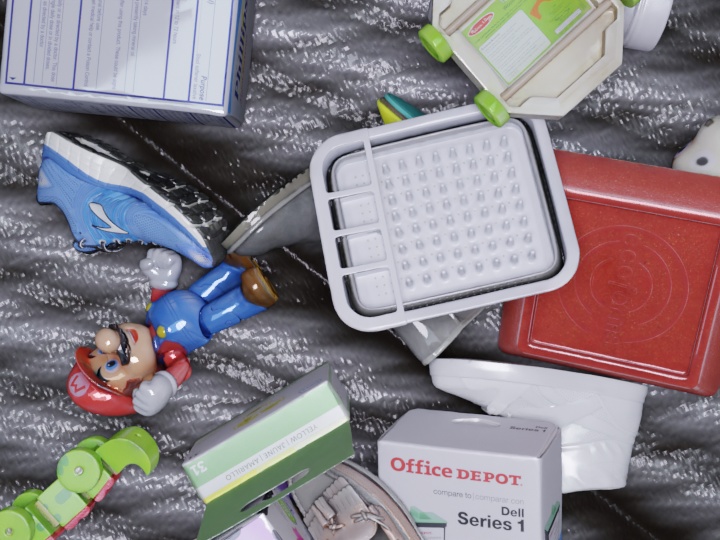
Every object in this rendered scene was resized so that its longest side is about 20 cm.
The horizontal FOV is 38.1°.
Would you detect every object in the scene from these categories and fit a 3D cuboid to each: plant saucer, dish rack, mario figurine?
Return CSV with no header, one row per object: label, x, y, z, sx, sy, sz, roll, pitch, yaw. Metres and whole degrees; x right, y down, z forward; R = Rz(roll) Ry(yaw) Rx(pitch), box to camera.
plant saucer,0.224,0.009,0.889,0.198,0.037,0.201,11,115,13
dish rack,0.067,-0.043,0.854,0.198,0.044,0.173,-13,71,5
mario figurine,-0.175,0.048,0.908,0.200,0.123,0.106,-38,104,-4

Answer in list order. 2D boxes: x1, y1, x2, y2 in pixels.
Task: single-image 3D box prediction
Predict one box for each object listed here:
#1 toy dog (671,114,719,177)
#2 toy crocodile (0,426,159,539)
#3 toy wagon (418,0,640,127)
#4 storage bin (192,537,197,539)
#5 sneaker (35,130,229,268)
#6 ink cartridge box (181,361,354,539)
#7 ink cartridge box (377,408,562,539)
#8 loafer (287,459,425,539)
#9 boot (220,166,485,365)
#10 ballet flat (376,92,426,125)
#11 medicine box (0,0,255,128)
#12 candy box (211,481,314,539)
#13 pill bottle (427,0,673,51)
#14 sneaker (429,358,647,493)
toy dog,0.371,-0.081,0.912,0.198,0.140,0.195,5,128,-2
toy crocodile,-0.268,0.209,0.934,0.200,0.068,0.062,-40,92,0
toy wagon,0.119,-0.219,0.829,0.155,0.040,0.200,-41,89,0
storage bin,-0.131,0.349,0.877,0.093,0.198,0.201,-27,91,18
sneaker,-0.204,-0.048,0.924,0.199,0.078,0.090,28,103,18
ink cartridge box,-0.077,0.145,0.867,0.145,0.200,0.048,-31,93,1
ink cartridge box,0.094,0.232,0.892,0.144,0.084,0.202,2,101,22
loafer,0.013,0.228,0.845,0.200,0.063,0.072,42,113,13
boot,0.000,0.000,0.915,0.181,0.072,0.201,-36,96,-23
ballet flat,0.089,-0.081,0.935,0.199,0.067,0.067,31,108,-2
medicine box,-0.196,-0.228,0.908,0.198,0.103,0.184,6,91,-1
candy box,-0.054,0.264,0.870,0.071,0.200,0.168,-33,92,1
pill bottle,0.165,-0.250,0.905,0.198,0.112,0.113,12,91,0
sneaker,0.152,0.142,0.932,0.198,0.074,0.117,10,88,-2
